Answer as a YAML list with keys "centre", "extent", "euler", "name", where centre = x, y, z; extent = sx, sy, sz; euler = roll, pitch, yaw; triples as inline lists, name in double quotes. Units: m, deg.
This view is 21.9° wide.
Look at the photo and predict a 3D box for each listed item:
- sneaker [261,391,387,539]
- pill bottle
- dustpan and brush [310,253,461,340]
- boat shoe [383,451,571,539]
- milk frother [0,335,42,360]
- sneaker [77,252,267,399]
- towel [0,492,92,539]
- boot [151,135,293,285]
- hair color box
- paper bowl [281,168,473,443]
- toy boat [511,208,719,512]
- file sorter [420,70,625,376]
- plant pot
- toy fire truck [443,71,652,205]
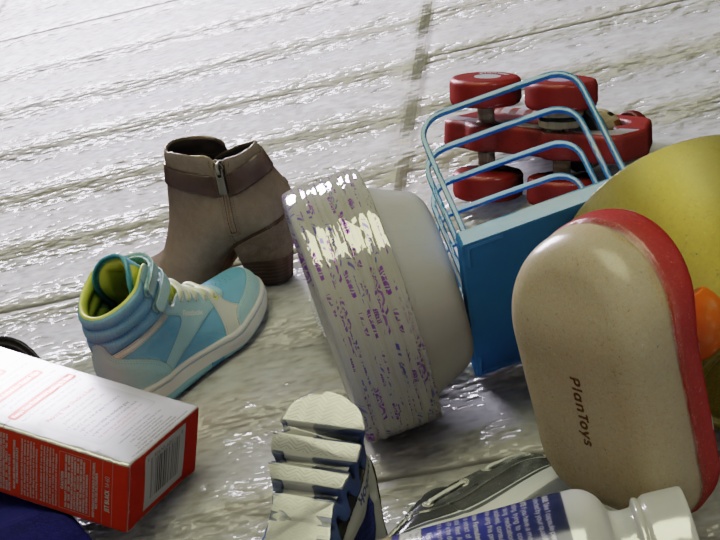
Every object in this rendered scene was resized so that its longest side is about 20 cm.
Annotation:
- centre: [-0.028, 0.195, 1.248]
  extent: [0.080, 0.115, 0.201]
  euler: [9, 66, 25]
  name: "sneaker"
- centre: [0.107, 0.198, 1.116]
  extent: [0.198, 0.120, 0.120]
  euler: [-16, 27, 4]
  name: "pill bottle"
- centre: [0.000, 0.000, 1.609]
  extent: [0.139, 0.058, 0.200]
  euler: [-27, 29, -17]
  name: "dustpan and brush"
- centre: [0.060, 0.176, 1.237]
  extent: [0.199, 0.072, 0.068]
  euler: [-28, 31, -24]
  name: "boat shoe"
- centre: [-0.380, 0.100, 1.598]
  extent: [0.199, 0.181, 0.188]
  euler: [20, 15, -25]
  name: "milk frother"
- centre: [-0.160, 0.022, 1.586]
  extent: [0.079, 0.131, 0.200]
  euler: [3, 33, 37]
  name: "sneaker"
- centre: [-0.290, 0.211, 1.410]
  extent: [0.147, 0.050, 0.200]
  euler: [-19, 26, -19]
  name: "towel"
- centre: [-0.149, -0.051, 1.696]
  extent: [0.198, 0.147, 0.070]
  euler: [-7, 30, 20]
  name: "boot"
- centre: [-0.238, 0.126, 1.436]
  extent: [0.199, 0.064, 0.111]
  euler: [16, 26, 19]
  name: "hair color box"
- centre: [0.018, 0.021, 1.407]
  extent: [0.104, 0.202, 0.201]
  euler: [-18, 27, -3]
  name: "paper bowl"
- centre: [0.183, 0.050, 1.185]
  extent: [0.130, 0.201, 0.130]
  euler: [-32, 31, -31]
  name: "toy boat"
- centre: [0.126, -0.036, 1.414]
  extent: [0.138, 0.200, 0.123]
  euler: [-20, 60, -5]
  name: "file sorter"
- centre: [0.252, 0.027, 1.304]
  extent: [0.199, 0.201, 0.143]
  euler: [-18, 47, -1]
  name: "plant pot"
- centre: [0.180, -0.129, 1.711]
  extent: [0.199, 0.113, 0.167]
  euler: [8, 18, 38]
  name: "toy fire truck"
